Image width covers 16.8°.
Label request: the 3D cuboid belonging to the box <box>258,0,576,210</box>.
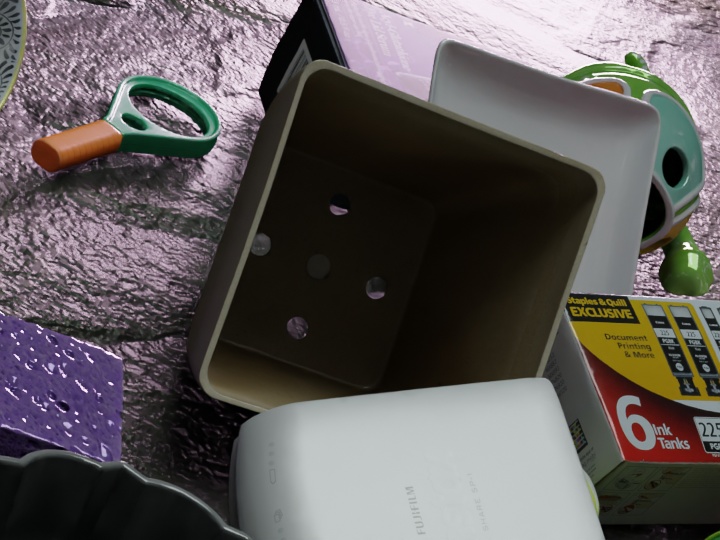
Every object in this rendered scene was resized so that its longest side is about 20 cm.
[{"bbox_3d":[0.041,-0.109,1.829,0.199,0.105,0.148,16,29,-25],"label":"box"}]

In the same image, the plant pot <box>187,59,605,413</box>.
[{"bbox_3d":[0.000,0.000,1.483,0.199,0.201,0.177,20,-3,-18],"label":"plant pot"}]

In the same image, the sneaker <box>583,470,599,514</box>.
[{"bbox_3d":[0.099,0.179,1.442,0.105,0.076,0.200,8,24,-14],"label":"sneaker"}]

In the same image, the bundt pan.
[{"bbox_3d":[-0.126,0.181,1.189,0.201,0.076,0.202,23,28,-13],"label":"bundt pan"}]

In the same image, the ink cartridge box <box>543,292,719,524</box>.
[{"bbox_3d":[0.199,0.074,1.629,0.199,0.084,0.176,3,53,-35],"label":"ink cartridge box"}]

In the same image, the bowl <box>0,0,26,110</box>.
[{"bbox_3d":[-0.318,-0.156,1.524,0.200,0.202,0.094,10,-10,-35],"label":"bowl"}]

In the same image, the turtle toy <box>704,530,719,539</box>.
[{"bbox_3d":[0.256,0.232,1.438,0.200,0.146,0.101,41,50,22],"label":"turtle toy"}]

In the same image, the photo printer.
[{"bbox_3d":[0.029,0.145,1.336,0.199,0.070,0.167,-4,59,-19],"label":"photo printer"}]

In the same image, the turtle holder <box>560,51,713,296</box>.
[{"bbox_3d":[0.200,-0.063,1.901,0.140,0.186,0.132,-6,31,1],"label":"turtle holder"}]

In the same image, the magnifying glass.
[{"bbox_3d":[-0.164,-0.098,1.698,0.079,0.022,0.200,37,28,14],"label":"magnifying glass"}]

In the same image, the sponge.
[{"bbox_3d":[-0.228,0.055,1.359,0.199,0.030,0.112,21,28,-18],"label":"sponge"}]

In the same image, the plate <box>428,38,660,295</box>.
[{"bbox_3d":[0.115,-0.044,1.744,0.199,0.201,0.032,14,-9,-28],"label":"plate"}]
